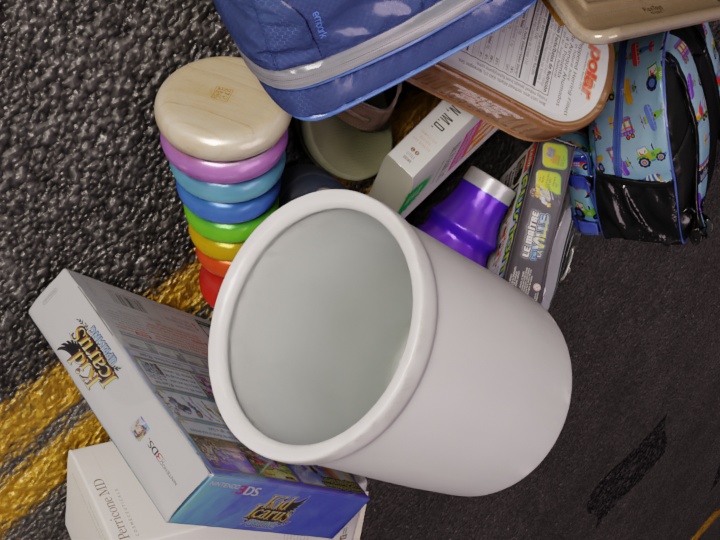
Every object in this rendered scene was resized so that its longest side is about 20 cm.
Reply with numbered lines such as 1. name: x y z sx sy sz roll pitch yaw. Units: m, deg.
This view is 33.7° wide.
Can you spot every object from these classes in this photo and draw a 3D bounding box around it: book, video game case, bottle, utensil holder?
1. book: 0.086 -0.128 0.920 0.200 0.048 0.134 -45 176 -14
2. video game case: -0.104 0.095 0.795 0.045 0.181 0.200 -48 149 9
3. bottle: 0.063 0.005 1.036 0.200 0.083 0.065 -59 -171 5
4. utensil holder: 0.026 0.059 0.793 0.200 0.170 0.170 26 98 -49

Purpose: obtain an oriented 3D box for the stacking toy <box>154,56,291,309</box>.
1. stacking toy: -0.089 -0.043 0.800 0.085 0.085 0.200 -35 150 -29

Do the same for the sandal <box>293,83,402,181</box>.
1. sandal: -0.005 -0.136 0.831 0.080 0.057 0.201 -39 146 -24

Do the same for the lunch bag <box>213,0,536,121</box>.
1. lunch bag: 0.008 -0.189 0.686 0.199 0.136 0.132 -27 143 -3

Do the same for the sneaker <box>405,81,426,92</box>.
1. sneaker: 0.089 -0.211 0.894 0.200 0.074 0.085 -44 173 -27

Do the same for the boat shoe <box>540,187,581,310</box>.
1. boat shoe: 0.187 -0.015 1.194 0.071 0.072 0.201 -4 121 -47

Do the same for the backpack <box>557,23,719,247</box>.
1. backpack: 0.255 -0.145 1.074 0.183 0.134 0.200 -64 146 -36

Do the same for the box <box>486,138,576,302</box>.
1. box: 0.132 -0.007 1.040 0.110 0.035 0.201 128 -21 -70

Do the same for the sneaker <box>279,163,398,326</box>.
1. sneaker: 0.000 0.000 0.914 0.070 0.082 0.200 -42 131 -4

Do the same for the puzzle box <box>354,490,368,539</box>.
1. puzzle box: -0.073 0.276 1.010 0.133 0.025 0.201 12 89 -29

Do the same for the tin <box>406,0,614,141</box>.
1. tin: 0.092 -0.162 0.811 0.199 0.042 0.112 21 80 -28

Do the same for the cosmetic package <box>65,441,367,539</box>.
1. cosmetic package: -0.110 0.176 0.893 0.199 0.108 0.085 -10 130 -31

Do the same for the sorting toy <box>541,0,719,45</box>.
1. sorting toy: 0.152 -0.234 0.829 0.185 0.200 0.036 -20 158 -44
